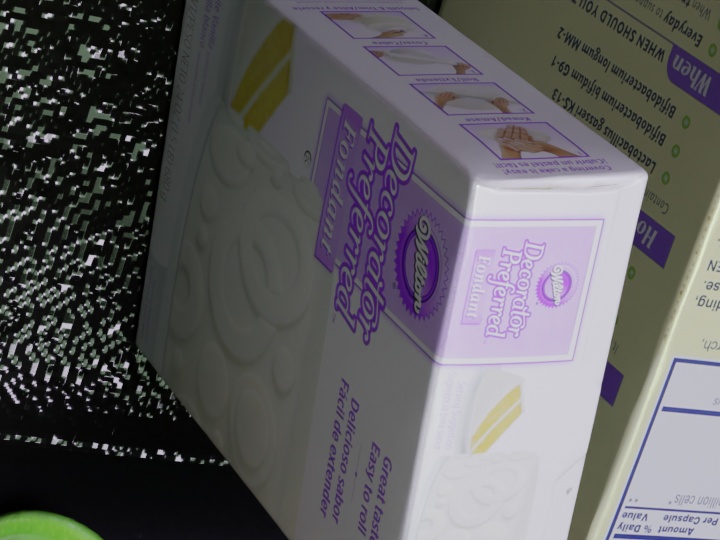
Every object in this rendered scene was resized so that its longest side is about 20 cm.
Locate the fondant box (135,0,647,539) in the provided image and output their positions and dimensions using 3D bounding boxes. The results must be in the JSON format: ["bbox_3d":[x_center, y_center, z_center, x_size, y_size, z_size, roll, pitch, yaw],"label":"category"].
[{"bbox_3d":[0.000,0.000,0.745,0.058,0.200,0.145,-2,115,-28],"label":"fondant box"}]

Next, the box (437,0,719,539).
[{"bbox_3d":[0.093,-0.019,0.801,0.096,0.176,0.201,7,111,-31],"label":"box"}]

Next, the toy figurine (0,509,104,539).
[{"bbox_3d":[-0.114,0.182,0.747,0.150,0.201,0.184,-31,173,25],"label":"toy figurine"}]
